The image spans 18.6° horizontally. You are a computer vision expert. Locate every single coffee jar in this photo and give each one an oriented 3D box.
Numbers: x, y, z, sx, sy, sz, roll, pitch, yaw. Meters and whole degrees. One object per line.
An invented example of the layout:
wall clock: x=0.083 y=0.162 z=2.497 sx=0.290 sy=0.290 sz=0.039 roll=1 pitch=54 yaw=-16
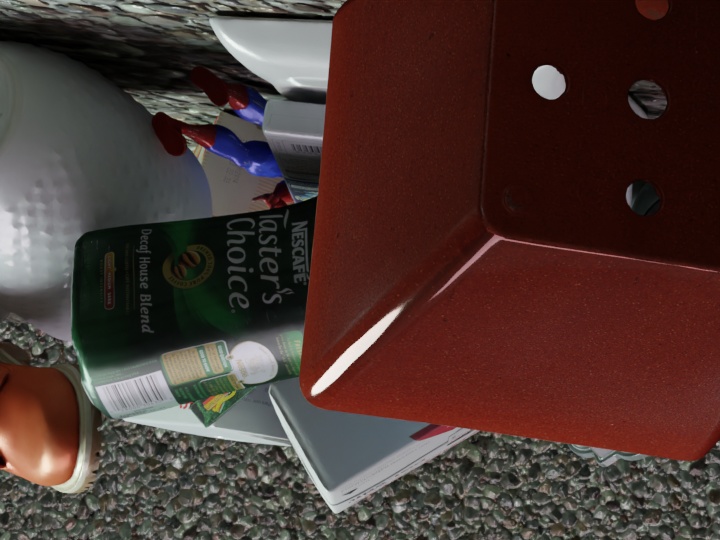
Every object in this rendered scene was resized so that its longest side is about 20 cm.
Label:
coffee jar: x=-0.057 y=0.015 z=1.217 sx=0.199 sy=0.105 sz=0.086 roll=-10 pitch=140 yaw=6

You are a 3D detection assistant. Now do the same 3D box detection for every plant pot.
plant pot: x=0.096 y=-0.044 z=0.951 sx=0.199 sy=0.201 sz=0.176 roll=9 pitch=162 yaw=-12

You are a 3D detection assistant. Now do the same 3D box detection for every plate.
plate: x=0.041 y=-0.096 z=1.196 sx=0.198 sy=0.033 sz=0.200 roll=4 pitch=173 yaw=20

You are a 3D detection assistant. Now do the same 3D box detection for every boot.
boot: x=-0.225 y=0.086 z=1.286 sx=0.107 sy=0.076 sz=0.200 roll=2 pitch=-174 yaw=-35

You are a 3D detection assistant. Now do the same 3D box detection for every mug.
mug: x=-0.209 y=-0.036 z=1.299 sx=0.148 sy=0.200 sz=0.175 roll=44 pitch=-179 yaw=34

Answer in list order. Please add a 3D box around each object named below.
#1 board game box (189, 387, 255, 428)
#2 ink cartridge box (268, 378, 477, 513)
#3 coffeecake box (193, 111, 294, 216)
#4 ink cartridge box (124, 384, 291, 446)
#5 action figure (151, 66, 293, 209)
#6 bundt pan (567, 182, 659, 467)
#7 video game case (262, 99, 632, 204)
board game box: x=-0.030 y=0.032 z=1.517 sx=0.023 sy=0.200 sz=0.105 roll=50 pitch=-174 yaw=-3
ink cartridge box: x=0.022 y=0.091 z=1.504 sx=0.146 sy=0.083 sz=0.200 roll=-30 pitch=171 yaw=-4
coffeecake box: x=-0.100 y=-0.012 z=1.506 sx=0.073 sy=0.154 sz=0.200 roll=21 pitch=171 yaw=-8
ink cartridge box: x=-0.103 y=0.029 z=1.696 sx=0.084 sy=0.201 sz=0.144 roll=11 pitch=172 yaw=-34
action figure: x=-0.043 y=-0.072 z=1.358 sx=0.052 sy=0.066 sz=0.200 roll=47 pitch=-163 yaw=30
bundt pan: x=0.167 y=0.016 z=1.365 sx=0.076 sy=0.203 sz=0.202 roll=34 pitch=163 yaw=-22
video game case: x=0.055 y=-0.049 z=1.243 sx=0.199 sy=0.023 sz=0.182 roll=6 pitch=165 yaw=8
